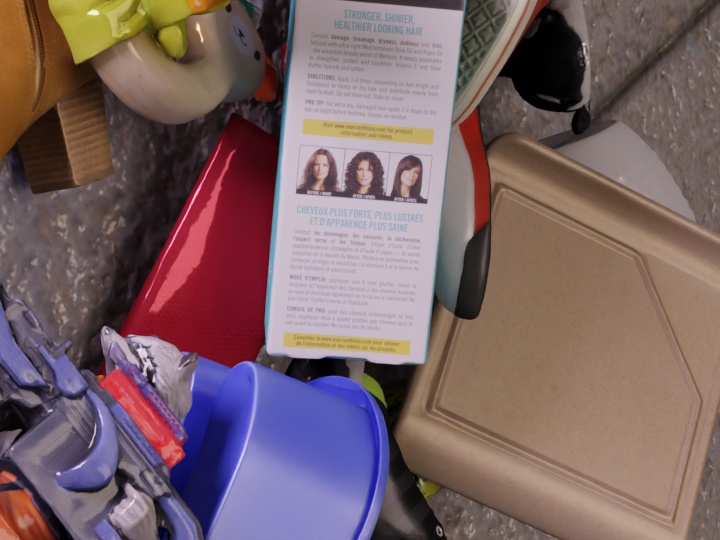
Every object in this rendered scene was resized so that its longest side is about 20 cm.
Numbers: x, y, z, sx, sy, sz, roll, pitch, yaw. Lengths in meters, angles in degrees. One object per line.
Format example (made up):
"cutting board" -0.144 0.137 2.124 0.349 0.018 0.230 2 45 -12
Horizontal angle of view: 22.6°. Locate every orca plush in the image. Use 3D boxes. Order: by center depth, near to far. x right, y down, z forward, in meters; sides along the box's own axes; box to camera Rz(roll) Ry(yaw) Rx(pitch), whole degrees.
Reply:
"orca plush" 0.101 -0.146 1.110 0.201 0.070 0.106 -85 169 -59

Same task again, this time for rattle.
"rattle" -0.051 -0.142 0.864 0.199 0.142 0.131 21 37 -56

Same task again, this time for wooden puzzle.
"wooden puzzle" 0.121 0.048 1.016 0.184 0.037 0.202 25 72 -14

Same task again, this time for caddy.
"caddy" -0.061 0.134 0.848 0.105 0.141 0.201 31 76 -30

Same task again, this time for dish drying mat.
"dish drying mat" -0.082 0.026 0.909 0.077 0.018 0.201 30 85 -36

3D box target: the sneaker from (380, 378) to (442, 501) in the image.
"sneaker" 0.001 0.115 0.997 0.076 0.076 0.200 54 45 -11

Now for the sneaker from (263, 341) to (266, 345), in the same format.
"sneaker" 0.000 0.000 1.015 0.199 0.074 0.089 -9 98 -39

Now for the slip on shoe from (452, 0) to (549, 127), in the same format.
"slip on shoe" 0.078 -0.155 0.938 0.061 0.074 0.201 43 68 -48

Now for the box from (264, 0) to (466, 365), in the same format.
"box" 0.000 -0.058 0.877 0.081 0.049 0.202 4 105 -7

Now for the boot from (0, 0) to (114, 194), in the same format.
"boot" -0.192 -0.092 0.791 0.201 0.070 0.145 -26 105 -52

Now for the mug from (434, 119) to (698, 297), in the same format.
"mug" 0.125 0.012 1.121 0.199 0.147 0.177 -21 98 -22

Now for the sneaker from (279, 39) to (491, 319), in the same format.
"sneaker" 0.011 -0.069 0.963 0.067 0.107 0.203 105 -17 -70

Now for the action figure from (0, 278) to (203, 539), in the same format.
"action figure" -0.158 0.075 0.756 0.193 0.105 0.201 -31 94 -19

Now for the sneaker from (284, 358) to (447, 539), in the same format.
"sneaker" 0.002 0.126 0.932 0.082 0.072 0.202 13 65 -32
